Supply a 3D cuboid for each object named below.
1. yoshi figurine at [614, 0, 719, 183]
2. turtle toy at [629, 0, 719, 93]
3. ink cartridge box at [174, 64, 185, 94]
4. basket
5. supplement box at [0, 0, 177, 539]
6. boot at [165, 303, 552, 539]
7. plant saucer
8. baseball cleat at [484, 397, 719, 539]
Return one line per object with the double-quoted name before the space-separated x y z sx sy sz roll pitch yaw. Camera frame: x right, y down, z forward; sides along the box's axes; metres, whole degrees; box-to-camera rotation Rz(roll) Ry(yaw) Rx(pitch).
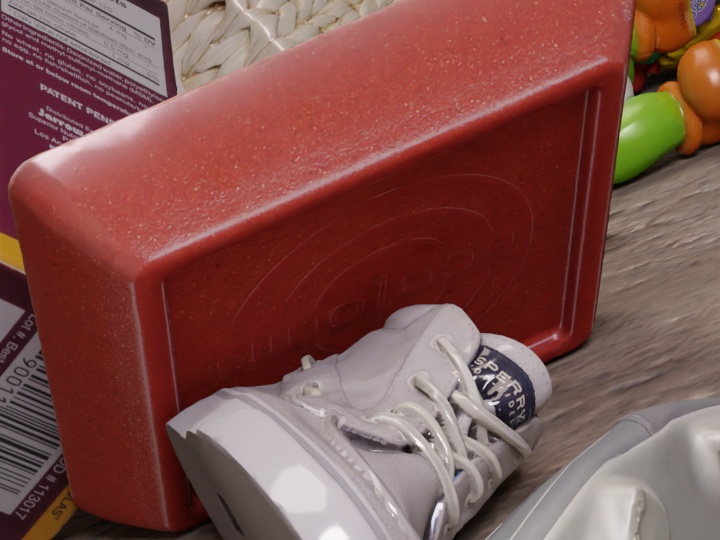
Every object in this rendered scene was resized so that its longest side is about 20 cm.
"yoshi figurine" 0.056 -0.067 1.097 0.199 0.112 0.112 -25 17 -3
"turtle toy" 0.137 -0.140 1.299 0.199 0.101 0.146 -30 -10 -29
"ink cartridge box" -0.162 0.003 1.107 0.128 0.126 0.200 -13 13 38
"basket" -0.044 -0.092 1.248 0.136 0.123 0.200 -46 -2 28
"supplement box" -0.123 -0.017 0.911 0.110 0.085 0.201 -48 32 27
"boot" 0.008 0.045 0.700 0.095 0.074 0.200 -30 11 -8
"plant saucer" 0.000 0.000 0.800 0.199 0.037 0.200 -24 -29 -14
"baseball cleat" 0.014 0.083 0.517 0.106 0.070 0.200 -10 14 45
